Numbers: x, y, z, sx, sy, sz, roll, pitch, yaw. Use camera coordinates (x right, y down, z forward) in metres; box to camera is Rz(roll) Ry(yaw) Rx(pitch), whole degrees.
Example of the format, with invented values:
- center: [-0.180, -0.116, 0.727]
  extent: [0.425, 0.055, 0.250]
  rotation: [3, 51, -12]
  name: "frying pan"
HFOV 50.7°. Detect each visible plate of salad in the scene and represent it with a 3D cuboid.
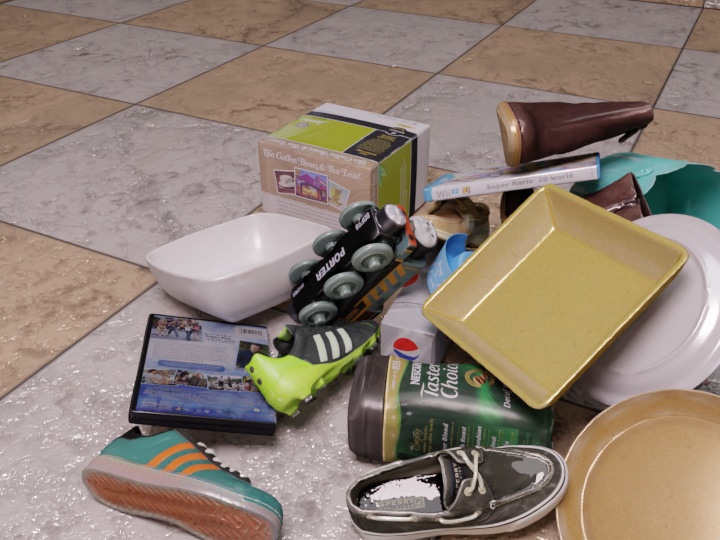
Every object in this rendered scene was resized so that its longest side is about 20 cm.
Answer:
- center: [0.281, 0.040, 0.744]
  extent: [0.048, 0.201, 0.201]
  rotation: [30, 16, -33]
  name: "plate of salad"

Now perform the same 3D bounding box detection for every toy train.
- center: [0.000, 0.000, 0.865]
  extent: [0.113, 0.200, 0.086]
  rotation: [12, 46, -39]
  name: "toy train"

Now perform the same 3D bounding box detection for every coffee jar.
- center: [0.086, 0.139, 0.752]
  extent: [0.197, 0.086, 0.105]
  rotation: [3, 33, 5]
  name: "coffee jar"

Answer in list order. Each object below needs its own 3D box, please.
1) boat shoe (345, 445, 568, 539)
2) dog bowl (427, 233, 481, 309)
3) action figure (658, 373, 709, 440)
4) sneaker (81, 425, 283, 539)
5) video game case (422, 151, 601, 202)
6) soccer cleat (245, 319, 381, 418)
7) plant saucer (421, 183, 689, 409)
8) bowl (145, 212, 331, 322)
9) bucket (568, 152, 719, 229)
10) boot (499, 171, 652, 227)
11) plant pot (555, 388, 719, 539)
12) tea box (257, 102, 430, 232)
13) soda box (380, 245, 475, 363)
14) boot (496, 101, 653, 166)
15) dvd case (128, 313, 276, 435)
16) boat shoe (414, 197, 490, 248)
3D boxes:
- center: [0.085, 0.190, 0.658]
  extent: [0.197, 0.064, 0.071]
  rotation: [-14, 52, 0]
  name: "boat shoe"
- center: [0.158, 0.020, 0.904]
  extent: [0.198, 0.050, 0.113]
  rotation: [4, 54, -42]
  name: "dog bowl"
- center: [0.324, 0.175, 0.718]
  extent: [0.198, 0.151, 0.134]
  rotation: [1, -13, 29]
  name: "action figure"
- center: [-0.151, 0.185, 0.690]
  extent: [0.197, 0.072, 0.080]
  rotation: [11, 37, 19]
  name: "sneaker"
- center: [0.185, -0.113, 0.913]
  extent: [0.197, 0.018, 0.143]
  rotation: [-6, 13, 19]
  name: "video game case"
- center: [-0.043, 0.084, 0.824]
  extent: [0.081, 0.068, 0.199]
  rotation: [46, 33, 10]
  name: "soccer cleat"
- center: [0.187, 0.026, 0.749]
  extent: [0.200, 0.049, 0.200]
  rotation: [-44, 37, -5]
  name: "plant saucer"
- center: [-0.149, -0.003, 0.960]
  extent: [0.198, 0.076, 0.199]
  rotation: [-23, 24, -35]
  name: "bowl"
- center: [0.354, -0.046, 0.946]
  extent: [0.204, 0.210, 0.135]
  rotation: [-11, 22, -17]
  name: "bucket"
- center: [0.252, -0.063, 0.889]
  extent: [0.072, 0.166, 0.202]
  rotation: [25, 43, -33]
  name: "boot"
- center: [0.262, 0.197, 0.628]
  extent: [0.198, 0.027, 0.202]
  rotation: [-17, 53, 24]
  name: "plant pot"
- center: [-0.022, -0.152, 1.170]
  extent: [0.198, 0.135, 0.196]
  rotation: [18, 35, 26]
  name: "tea box"
- center: [0.086, 0.042, 0.927]
  extent: [0.067, 0.064, 0.200]
  rotation: [11, 33, 18]
  name: "soda box"
- center: [0.244, -0.170, 0.862]
  extent: [0.164, 0.073, 0.200]
  rotation: [-10, 6, 17]
  name: "boot"
- center: [-0.165, 0.106, 0.814]
  extent: [0.141, 0.018, 0.200]
  rotation: [8, 23, -13]
  name: "dvd case"
- center: [0.114, -0.065, 0.964]
  extent: [0.073, 0.067, 0.199]
  rotation: [10, 5, 24]
  name: "boat shoe"
